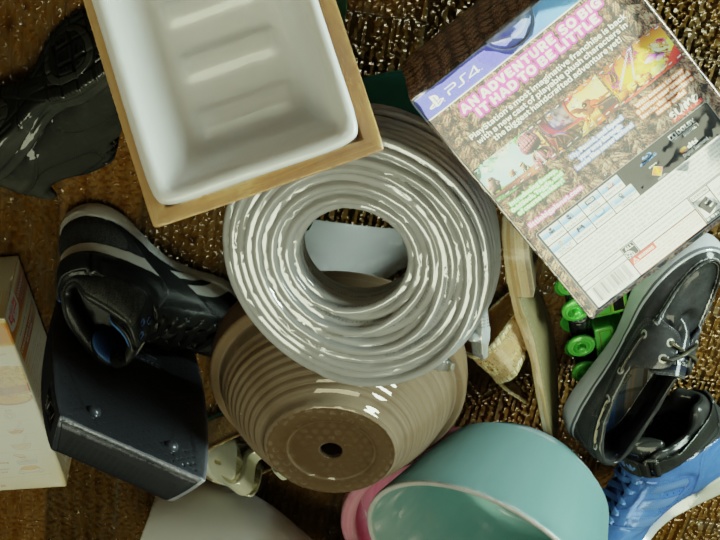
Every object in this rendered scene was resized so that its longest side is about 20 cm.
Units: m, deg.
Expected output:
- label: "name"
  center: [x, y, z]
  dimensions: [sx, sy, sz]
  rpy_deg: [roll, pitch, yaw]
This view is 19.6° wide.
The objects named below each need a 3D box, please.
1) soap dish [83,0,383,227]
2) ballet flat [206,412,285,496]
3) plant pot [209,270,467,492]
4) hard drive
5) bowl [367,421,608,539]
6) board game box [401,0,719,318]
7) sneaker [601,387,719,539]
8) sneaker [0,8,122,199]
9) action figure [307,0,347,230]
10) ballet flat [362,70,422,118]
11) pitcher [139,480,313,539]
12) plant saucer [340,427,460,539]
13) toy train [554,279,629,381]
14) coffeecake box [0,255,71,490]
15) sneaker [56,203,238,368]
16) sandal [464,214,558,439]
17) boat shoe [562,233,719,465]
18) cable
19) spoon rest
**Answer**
- label: "soap dish"
  center: [-0.087, -0.143, 1.362]
  dimensions: [0.157, 0.201, 0.081]
  rpy_deg: [-19, 171, 4]
- label: "ballet flat"
  center: [-0.074, 0.146, 1.727]
  dimensions: [0.199, 0.073, 0.068]
  rpy_deg: [-21, 132, 22]
- label: "plant pot"
  center: [-0.018, 0.102, 1.580]
  dimensions: [0.200, 0.093, 0.201]
  rpy_deg: [2, 135, 2]
- label: "hard drive"
  center: [-0.183, 0.095, 1.592]
  dimensions: [0.135, 0.200, 0.042]
  rpy_deg: [26, 111, -20]
- label: "bowl"
  center: [0.115, 0.195, 1.648]
  dimensions: [0.200, 0.105, 0.201]
  rpy_deg: [20, 144, 16]
- label: "board game box"
  center: [0.151, -0.101, 1.392]
  dimensions: [0.159, 0.097, 0.200]
  rpy_deg: [-38, 107, 10]
- label: "sneaker"
  center: [0.217, 0.172, 1.706]
  dimensions: [0.200, 0.077, 0.111]
  rpy_deg: [-34, 128, 3]
- label: "sneaker"
  center: [-0.198, -0.118, 1.488]
  dimensions: [0.091, 0.076, 0.200]
  rpy_deg: [27, 135, -37]
- label: "action figure"
  center: [-0.054, -0.104, 1.500]
  dimensions: [0.118, 0.055, 0.200]
  rpy_deg: [-6, 138, 5]
- label: "ballet flat"
  center: [0.088, -0.105, 1.478]
  dimensions: [0.199, 0.073, 0.073]
  rpy_deg: [-5, 134, 4]
- label: "pitcher"
  center: [-0.095, 0.259, 1.816]
  dimensions: [0.199, 0.122, 0.172]
  rpy_deg: [20, 172, -3]
- label: "plant saucer"
  center: [0.084, 0.202, 1.789]
  dimensions: [0.199, 0.051, 0.201]
  rpy_deg: [2, 135, 2]
- label: "toy train"
  center: [0.177, 0.010, 1.606]
  dimensions: [0.056, 0.042, 0.200]
  rpy_deg: [-12, 133, 1]
- label: "coffeecake box"
  center: [-0.328, 0.089, 1.684]
  dimensions: [0.153, 0.073, 0.201]
  rpy_deg: [-4, 134, 7]
- label: "sneaker"
  center: [-0.157, 0.045, 1.605]
  dimensions: [0.200, 0.112, 0.073]
  rpy_deg: [35, 127, -27]
- label: "sandal"
  center: [0.109, 0.043, 1.622]
  dimensions: [0.069, 0.078, 0.212]
  rpy_deg: [-2, 126, 13]
- label: "boat shoe"
  center: [0.226, 0.066, 1.604]
  dimensions: [0.070, 0.066, 0.200]
  rpy_deg: [16, 117, -38]
- label: "cable"
  center: [-0.002, -0.016, 1.452]
  dimensions: [0.199, 0.069, 0.201]
  rpy_deg: [10, 118, 9]
- label: "spoon rest"
  center: [0.000, 0.000, 1.603]
  dimensions: [0.199, 0.061, 0.100]
  rpy_deg: [3, 135, 19]
